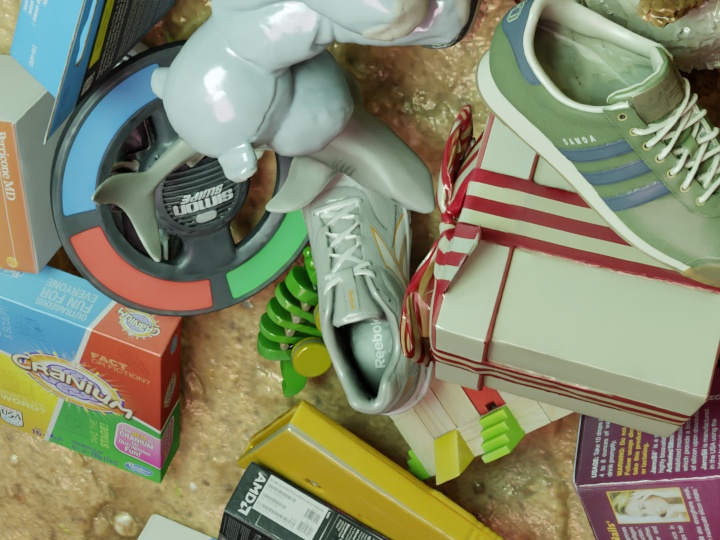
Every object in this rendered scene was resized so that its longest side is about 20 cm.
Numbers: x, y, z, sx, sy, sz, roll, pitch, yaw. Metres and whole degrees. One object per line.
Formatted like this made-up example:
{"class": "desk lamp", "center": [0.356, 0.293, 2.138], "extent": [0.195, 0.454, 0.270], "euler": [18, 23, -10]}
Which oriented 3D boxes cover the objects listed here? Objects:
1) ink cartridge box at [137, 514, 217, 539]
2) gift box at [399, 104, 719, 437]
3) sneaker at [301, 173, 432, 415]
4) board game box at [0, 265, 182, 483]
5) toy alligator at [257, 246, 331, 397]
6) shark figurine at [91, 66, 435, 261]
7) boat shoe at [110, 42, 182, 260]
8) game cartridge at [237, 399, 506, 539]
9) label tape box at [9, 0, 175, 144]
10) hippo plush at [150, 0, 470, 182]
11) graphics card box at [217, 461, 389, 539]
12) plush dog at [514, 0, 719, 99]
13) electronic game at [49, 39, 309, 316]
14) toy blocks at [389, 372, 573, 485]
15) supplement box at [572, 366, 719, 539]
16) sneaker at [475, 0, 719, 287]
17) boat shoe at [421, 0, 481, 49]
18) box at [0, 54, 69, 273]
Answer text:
{"class": "ink cartridge box", "center": [-0.163, 0.342, 1.322], "extent": [0.127, 0.126, 0.202], "euler": [20, 126, 5]}
{"class": "gift box", "center": [0.130, -0.017, 0.921], "extent": [0.184, 0.187, 0.200], "euler": [14, 162, 8]}
{"class": "sneaker", "center": [0.000, 0.000, 1.009], "extent": [0.075, 0.092, 0.203], "euler": [-16, 89, 12]}
{"class": "board game box", "center": [-0.216, 0.078, 1.184], "extent": [0.151, 0.041, 0.201], "euler": [19, 145, 7]}
{"class": "toy alligator", "center": [-0.030, 0.009, 1.091], "extent": [0.054, 0.060, 0.201], "euler": [14, 122, -25]}
{"class": "shark figurine", "center": [-0.064, -0.091, 0.972], "extent": [0.211, 0.130, 0.090], "euler": [-7, 153, -2]}
{"class": "boat shoe", "center": [-0.166, -0.066, 1.092], "extent": [0.073, 0.068, 0.201], "euler": [9, 124, 13]}
{"class": "game cartridge", "center": [0.010, 0.178, 1.164], "extent": [0.199, 0.033, 0.176], "euler": [33, 158, -7]}
{"class": "label tape box", "center": [-0.159, -0.191, 0.925], "extent": [0.063, 0.201, 0.145], "euler": [26, 127, 2]}
{"class": "hippo plush", "center": [-0.039, -0.125, 0.845], "extent": [0.159, 0.198, 0.162], "euler": [42, 121, 36]}
{"class": "graphics card box", "center": [-0.017, 0.233, 1.208], "extent": [0.198, 0.051, 0.126], "euler": [28, 159, 4]}
{"class": "plush dog", "center": [0.166, -0.161, 0.884], "extent": [0.200, 0.161, 0.171], "euler": [42, 151, -9]}
{"class": "electronic game", "center": [-0.113, -0.060, 1.040], "extent": [0.197, 0.042, 0.202], "euler": [-11, 119, -19]}
{"class": "toy blocks", "center": [0.073, 0.056, 1.084], "extent": [0.199, 0.100, 0.137], "euler": [-31, 96, 42]}
{"class": "supplement box", "center": [0.261, 0.145, 1.051], "extent": [0.197, 0.104, 0.132], "euler": [-7, 131, 22]}
{"class": "sneaker", "center": [0.149, -0.073, 0.803], "extent": [0.200, 0.067, 0.090], "euler": [39, 157, 9]}
{"class": "boat shoe", "center": [0.036, -0.222, 0.921], "extent": [0.071, 0.066, 0.203], "euler": [6, 124, 15]}
{"class": "box", "center": [-0.311, -0.086, 1.111], "extent": [0.197, 0.098, 0.126], "euler": [8, 124, 14]}
